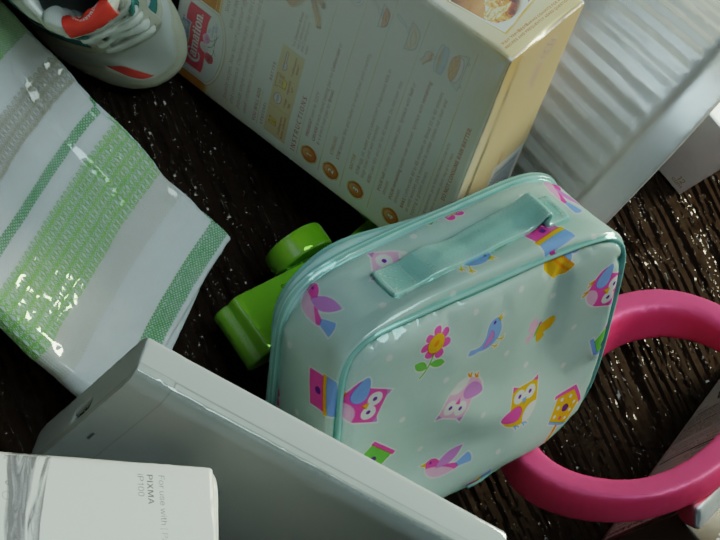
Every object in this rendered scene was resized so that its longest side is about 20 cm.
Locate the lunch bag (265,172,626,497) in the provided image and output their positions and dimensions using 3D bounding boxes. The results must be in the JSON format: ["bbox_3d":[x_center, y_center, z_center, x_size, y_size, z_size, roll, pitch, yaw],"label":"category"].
[{"bbox_3d":[0.045,0.037,0.830,0.199,0.162,0.077,-23,46,-30],"label":"lunch bag"}]

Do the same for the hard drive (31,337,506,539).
[{"bbox_3d":[-0.047,0.110,0.762,0.199,0.132,0.026,31,53,-18],"label":"hard drive"}]

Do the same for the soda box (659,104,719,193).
[{"bbox_3d":[0.190,-0.155,1.090,0.200,0.068,0.064,48,51,-6],"label":"soda box"}]

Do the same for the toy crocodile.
[{"bbox_3d":[0.000,0.000,0.898,0.199,0.062,0.068,-33,78,-36],"label":"toy crocodile"}]

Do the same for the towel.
[{"bbox_3d":[-0.154,-0.038,0.781,0.200,0.030,0.150,48,37,-23],"label":"towel"}]

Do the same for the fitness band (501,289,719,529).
[{"bbox_3d":[0.167,0.078,0.930,0.143,0.038,0.199,26,45,32],"label":"fitness band"}]

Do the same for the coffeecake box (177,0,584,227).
[{"bbox_3d":[0.000,-0.126,0.851,0.199,0.154,0.073,38,50,16],"label":"coffeecake box"}]

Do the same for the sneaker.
[{"bbox_3d":[-0.142,-0.135,0.798,0.094,0.070,0.200,61,5,36],"label":"sneaker"}]

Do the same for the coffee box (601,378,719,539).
[{"bbox_3d":[0.248,0.142,0.980,0.115,0.080,0.200,49,51,-3],"label":"coffee box"}]

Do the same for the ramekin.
[{"bbox_3d":[0.141,-0.101,0.955,0.105,0.200,0.200,42,51,3],"label":"ramekin"}]

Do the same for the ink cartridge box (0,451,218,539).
[{"bbox_3d":[-0.174,0.131,0.655,0.198,0.146,0.084,9,64,-31],"label":"ink cartridge box"}]
